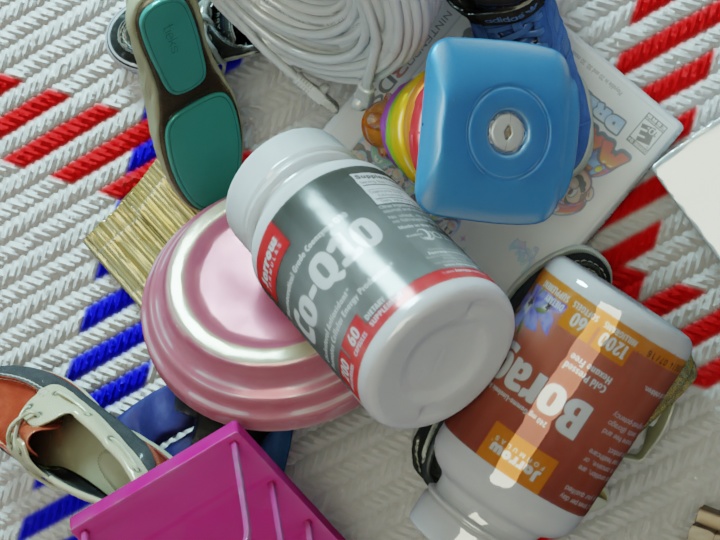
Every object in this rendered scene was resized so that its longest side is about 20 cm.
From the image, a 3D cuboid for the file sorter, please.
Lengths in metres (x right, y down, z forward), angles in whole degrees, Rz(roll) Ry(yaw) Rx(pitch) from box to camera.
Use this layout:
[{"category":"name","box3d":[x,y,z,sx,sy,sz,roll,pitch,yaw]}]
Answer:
[{"category":"file sorter","box3d":[-0.081,0.234,1.390,0.139,0.126,0.200,-31,125,12]}]

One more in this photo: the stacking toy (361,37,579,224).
[{"category":"stacking toy","box3d":[0.052,-0.094,1.379,0.109,0.200,0.116,4,93,-25]}]

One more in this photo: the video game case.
[{"category":"video game case","box3d":[0.096,-0.096,1.457,0.200,0.024,0.182,42,99,12]}]

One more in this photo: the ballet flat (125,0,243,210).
[{"category":"ballet flat","box3d":[-0.129,-0.134,1.458,0.069,0.070,0.200,5,133,15]}]

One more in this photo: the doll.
[{"category":"doll","box3d":[-0.100,0.108,1.478,0.200,0.048,0.137,-32,75,19]}]

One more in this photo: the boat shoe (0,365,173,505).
[{"category":"boat shoe","box3d":[-0.215,0.123,1.471,0.200,0.063,0.071,27,99,26]}]

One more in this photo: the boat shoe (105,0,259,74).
[{"category":"boat shoe","box3d":[-0.098,-0.180,1.487,0.199,0.068,0.074,0,88,14]}]

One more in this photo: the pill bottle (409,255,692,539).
[{"category":"pill bottle","box3d":[0.120,0.101,1.340,0.112,0.112,0.200,33,95,13]}]

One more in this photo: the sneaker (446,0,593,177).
[{"category":"sneaker","box3d":[0.104,-0.159,1.387,0.077,0.111,0.201,-12,86,14]}]

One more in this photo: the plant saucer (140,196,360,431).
[{"category":"plant saucer","box3d":[-0.057,0.015,1.431,0.200,0.051,0.201,-4,56,6]}]

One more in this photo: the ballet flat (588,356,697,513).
[{"category":"ballet flat","box3d":[0.160,0.126,1.419,0.071,0.071,0.200,40,100,12]}]

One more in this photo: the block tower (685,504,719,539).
[{"category":"block tower","box3d":[0.221,0.264,1.400,0.058,0.054,0.201,19,93,15]}]

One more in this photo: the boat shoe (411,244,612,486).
[{"category":"boat shoe","box3d":[0.110,0.073,1.422,0.075,0.060,0.200,31,101,-10]}]

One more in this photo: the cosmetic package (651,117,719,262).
[{"category":"cosmetic package","box3d":[0.284,-0.007,1.367,0.074,0.102,0.200,-36,82,10]}]

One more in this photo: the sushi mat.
[{"category":"sushi mat","box3d":[-0.112,0.016,1.514,0.096,0.012,0.200,-45,78,10]}]

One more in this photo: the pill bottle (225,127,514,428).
[{"category":"pill bottle","box3d":[0.000,0.000,1.327,0.114,0.114,0.200,-50,50,8]}]

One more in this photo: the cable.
[{"category":"cable","box3d":[-0.035,-0.212,1.345,0.200,0.200,0.069,40,62,-3]}]
